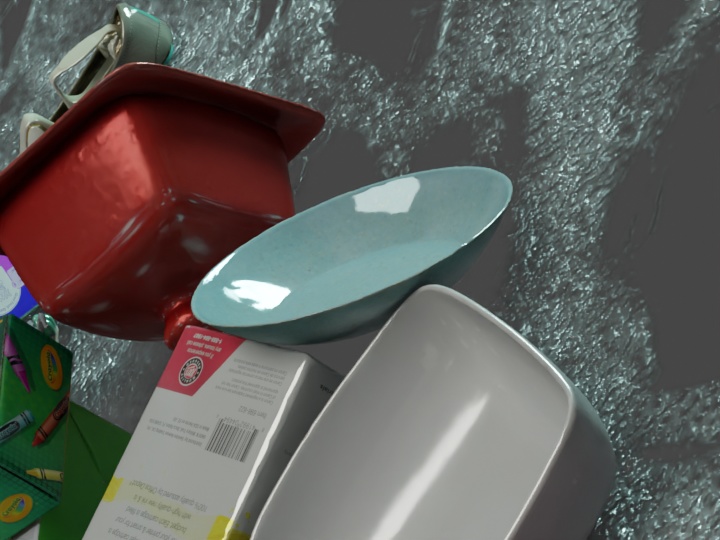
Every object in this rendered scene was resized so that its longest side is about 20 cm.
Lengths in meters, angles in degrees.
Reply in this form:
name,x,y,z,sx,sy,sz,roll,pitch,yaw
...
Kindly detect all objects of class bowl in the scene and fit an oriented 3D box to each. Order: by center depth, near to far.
name,x,y,z,sx,sy,sz,roll,pitch,yaw
bowl,0.044,0.127,1.338,0.201,0.074,0.200,-55,32,3

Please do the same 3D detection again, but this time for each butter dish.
name,x,y,z,sx,sy,sz,roll,pitch,yaw
butter dish,-0.125,-0.017,1.622,0.199,0.199,0.149,-37,61,28

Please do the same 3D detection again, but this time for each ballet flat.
name,x,y,z,sx,sy,sz,roll,pitch,yaw
ballet flat,-0.218,-0.114,1.907,0.200,0.064,0.067,-52,32,10

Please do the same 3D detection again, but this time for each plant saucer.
name,x,y,z,sx,sy,sz,roll,pitch,yaw
plant saucer,0.000,0.000,1.479,0.200,0.039,0.201,-19,18,6

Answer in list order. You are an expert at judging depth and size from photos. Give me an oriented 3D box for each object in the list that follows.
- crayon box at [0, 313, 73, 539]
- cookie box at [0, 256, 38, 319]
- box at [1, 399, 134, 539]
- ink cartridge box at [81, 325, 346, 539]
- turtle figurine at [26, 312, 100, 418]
name,x,y,z,sx,sy,sz,roll,pitch,yaw
crayon box,-0.266,0.129,1.595,0.199,0.058,0.119,-34,39,31
cookie box,-0.313,0.036,1.828,0.199,0.075,0.171,-28,9,38
box,-0.222,0.211,1.610,0.176,0.096,0.201,-29,42,35
ink cartridge box,-0.082,0.145,1.483,0.145,0.083,0.201,12,72,55
turtle figurine,-0.253,0.109,1.731,0.149,0.101,0.200,-38,11,-20
